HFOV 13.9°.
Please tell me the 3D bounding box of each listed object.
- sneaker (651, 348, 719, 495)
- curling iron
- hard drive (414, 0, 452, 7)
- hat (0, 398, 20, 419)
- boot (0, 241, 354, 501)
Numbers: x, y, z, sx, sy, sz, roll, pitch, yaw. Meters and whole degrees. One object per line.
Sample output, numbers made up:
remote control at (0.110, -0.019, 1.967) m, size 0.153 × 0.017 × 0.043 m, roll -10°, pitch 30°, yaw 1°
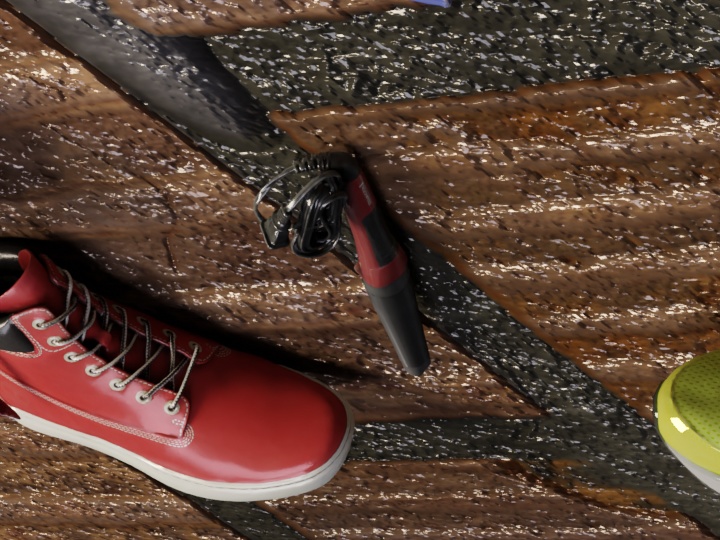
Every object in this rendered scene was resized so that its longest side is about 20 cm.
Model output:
sneaker at (0.218, 0.051, 1.229) m, size 0.199 × 0.078 × 0.090 m, roll 2°, pitch 146°, yaw 18°
curling iron at (0.000, 0.000, 1.299) m, size 0.049 × 0.026 × 0.200 m, roll -27°, pitch 152°, yaw 4°
hard drive at (-0.067, -0.149, 1.005) m, size 0.199 × 0.025 × 0.132 m, roll 12°, pitch 157°, yaw 11°
hat at (-0.246, -0.034, 1.370) m, size 0.166 × 0.176 × 0.200 m, roll 46°, pitch 130°, yaw 26°
boot at (-0.106, 0.045, 1.431) m, size 0.199 × 0.073 × 0.144 m, roll 13°, pitch 156°, yaw 18°
